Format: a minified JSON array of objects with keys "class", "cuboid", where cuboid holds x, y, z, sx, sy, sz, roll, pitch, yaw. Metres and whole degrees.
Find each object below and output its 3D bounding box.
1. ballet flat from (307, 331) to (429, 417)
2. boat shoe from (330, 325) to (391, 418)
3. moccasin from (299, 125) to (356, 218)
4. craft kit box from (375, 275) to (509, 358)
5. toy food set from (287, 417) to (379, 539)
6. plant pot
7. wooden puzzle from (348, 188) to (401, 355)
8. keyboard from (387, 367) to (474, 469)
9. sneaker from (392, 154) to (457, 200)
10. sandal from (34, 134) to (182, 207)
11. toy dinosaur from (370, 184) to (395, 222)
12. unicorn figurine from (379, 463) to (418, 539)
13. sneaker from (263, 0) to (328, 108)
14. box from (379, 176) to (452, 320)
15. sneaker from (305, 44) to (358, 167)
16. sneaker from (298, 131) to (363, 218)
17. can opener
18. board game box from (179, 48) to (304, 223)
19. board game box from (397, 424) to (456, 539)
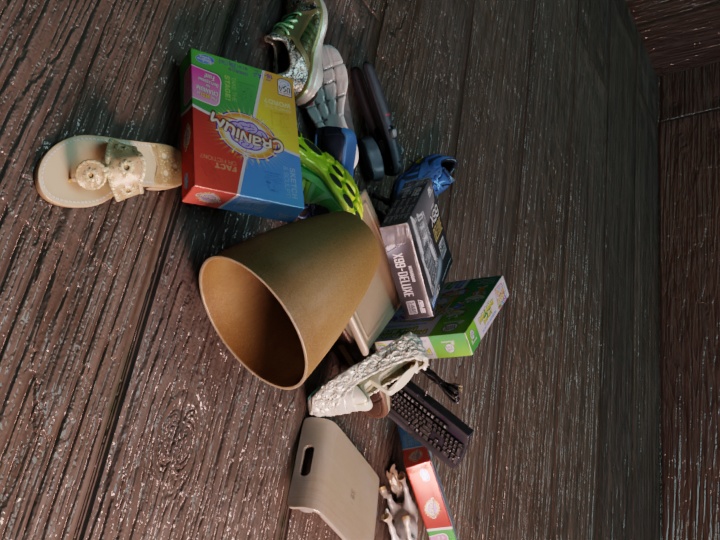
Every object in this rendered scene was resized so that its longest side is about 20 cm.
[{"class":"ballet flat","cuboid":[0.015,0.161,1.199,0.198,0.072,0.072,-33,117,-10]},{"class":"boat shoe","cuboid":[0.005,0.131,1.282,0.075,0.074,0.205,-49,123,-46]},{"class":"moccasin","cuboid":[-0.052,-0.117,1.250,0.080,0.067,0.204,-21,124,-70]},{"class":"craft kit box","cuboid":[0.123,0.081,1.369,0.198,0.197,0.049,-50,123,-51]},{"class":"toy food set","cuboid":[-0.036,0.329,1.204,0.201,0.059,0.145,57,29,-36]},{"class":"plant pot","cuboid":[-0.069,0.013,1.043,0.199,0.185,0.189,-39,116,-34]},{"class":"wooden puzzle","cuboid":[0.000,0.000,1.244,0.187,0.037,0.200,65,32,-20]},{"class":"keyboard","cuboid":[0.093,0.202,1.271,0.020,0.199,0.129,-10,126,-47]},{"class":"sneaker","cuboid":[0.123,-0.161,1.536,0.201,0.077,0.067,-52,127,-47]},{"class":"sandal","cuboid":[-0.258,-0.120,0.930,0.211,0.069,0.079,-16,96,-58]},{"class":"toy dinosaur","cuboid":[0.045,-0.099,1.392,0.048,0.088,0.200,-57,171,14]},{"class":"unicorn figurine","cuboid":[0.063,0.417,1.308,0.201,0.073,0.139,-64,145,-50]},{"class":"sneaker","cuboid":[-0.102,-0.350,1.234,0.088,0.076,0.204,13,70,-47]},{"class":"box","cuboid":[0.093,-0.040,1.331,0.200,0.049,0.160,-59,137,-60]},{"class":"sneaker","cuboid":[-0.048,-0.251,1.313,0.082,0.076,0.204,-47,129,-84]},{"class":"sneaker","cuboid":[-0.076,-0.128,1.174,0.199,0.083,0.074,41,32,-12]},{"class":"can opener","cuboid":[0.029,-0.257,1.421,0.078,0.062,0.204,-17,98,-57]},{"class":"board game box","cuboid":[-0.151,-0.170,1.050,0.151,0.040,0.203,9,61,-32]},{"class":"board game box","cuboid":[0.115,0.366,1.359,0.153,0.040,0.203,-99,171,-74]}]
